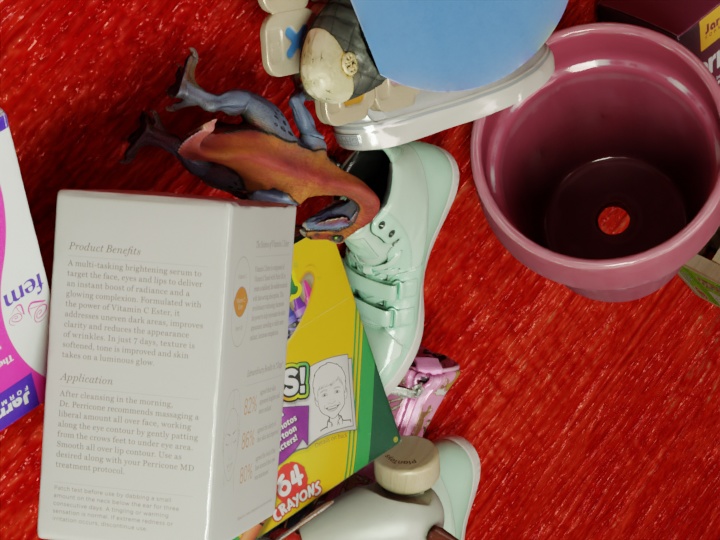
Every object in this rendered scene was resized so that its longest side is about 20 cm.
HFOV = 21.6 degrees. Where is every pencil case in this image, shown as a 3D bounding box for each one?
[{"bbox_3d":[0.009,0.151,1.453,0.086,0.083,0.201,7,104,-62],"label":"pencil case"}]

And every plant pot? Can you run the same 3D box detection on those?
[{"bbox_3d":[0.193,-0.064,1.468,0.200,0.200,0.179,-52,158,-10],"label":"plant pot"}]

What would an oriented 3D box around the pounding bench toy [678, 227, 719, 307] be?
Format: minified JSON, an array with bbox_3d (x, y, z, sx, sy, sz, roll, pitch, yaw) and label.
[{"bbox_3d":[0.396,-0.025,1.768,0.156,0.124,0.200,-57,143,-4],"label":"pounding bench toy"}]

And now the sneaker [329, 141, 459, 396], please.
[{"bbox_3d":[0.000,0.000,1.363,0.118,0.074,0.201,7,100,-60],"label":"sneaker"}]

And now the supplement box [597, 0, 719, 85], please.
[{"bbox_3d":[0.268,-0.154,1.563,0.110,0.086,0.200,-38,138,-26],"label":"supplement box"}]

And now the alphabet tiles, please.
[{"bbox_3d":[-0.001,-0.200,1.231,0.195,0.015,0.201,-21,112,-45],"label":"alphabet tiles"}]

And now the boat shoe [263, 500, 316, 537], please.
[{"bbox_3d":[-0.071,0.189,1.417,0.091,0.071,0.201,-10,120,-41],"label":"boat shoe"}]

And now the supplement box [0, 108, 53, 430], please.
[{"bbox_3d":[-0.246,-0.004,1.061,0.101,0.103,0.201,-36,139,-29],"label":"supplement box"}]

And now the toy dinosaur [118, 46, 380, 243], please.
[{"bbox_3d":[-0.059,-0.058,1.210,0.181,0.200,0.105,28,110,-22],"label":"toy dinosaur"}]

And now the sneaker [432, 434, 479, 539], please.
[{"bbox_3d":[0.035,0.242,1.560,0.118,0.074,0.201,-15,116,-52],"label":"sneaker"}]

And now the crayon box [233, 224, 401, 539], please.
[{"bbox_3d":[-0.082,0.086,1.299,0.200,0.058,0.173,-31,113,-33],"label":"crayon box"}]

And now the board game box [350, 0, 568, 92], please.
[{"bbox_3d":[0.045,-0.214,1.198,0.158,0.039,0.201,-27,103,-21],"label":"board game box"}]

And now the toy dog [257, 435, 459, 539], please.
[{"bbox_3d":[-0.007,0.202,1.345,0.200,0.096,0.132,-37,124,-16],"label":"toy dog"}]

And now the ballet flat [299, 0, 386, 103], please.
[{"bbox_3d":[0.032,-0.165,1.220,0.200,0.057,0.067,-37,121,-38],"label":"ballet flat"}]

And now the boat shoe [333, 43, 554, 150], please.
[{"bbox_3d":[0.058,-0.145,1.348,0.199,0.072,0.069,-21,113,-29],"label":"boat shoe"}]

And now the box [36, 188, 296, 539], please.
[{"bbox_3d":[-0.113,0.054,1.128,0.152,0.106,0.201,-5,99,-77],"label":"box"}]
